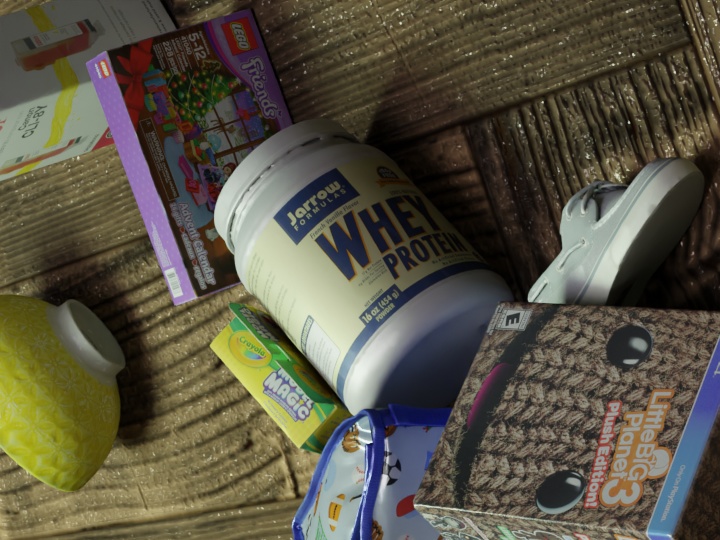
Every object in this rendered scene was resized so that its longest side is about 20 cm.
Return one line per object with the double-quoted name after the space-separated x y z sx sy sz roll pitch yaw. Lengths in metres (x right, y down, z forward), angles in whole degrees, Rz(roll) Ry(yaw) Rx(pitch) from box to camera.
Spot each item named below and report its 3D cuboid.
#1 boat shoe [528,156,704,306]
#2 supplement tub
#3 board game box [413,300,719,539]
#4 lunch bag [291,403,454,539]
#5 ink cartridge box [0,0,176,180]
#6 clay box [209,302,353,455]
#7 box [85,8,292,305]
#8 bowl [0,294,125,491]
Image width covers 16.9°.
0.158 -0.019 1.596 0.072 0.070 0.201 49 144 18 "boat shoe"
0.000 0.000 1.754 0.200 0.145 0.145 48 140 27 "supplement tub"
0.161 0.113 1.532 0.200 0.159 0.097 2 148 40 "board game box"
0.058 0.169 1.721 0.200 0.170 0.124 112 152 -44 "lunch bag"
-0.261 -0.148 1.981 0.083 0.200 0.145 59 145 13 "ink cartridge box"
-0.032 0.091 1.813 0.048 0.200 0.115 -49 61 10 "clay box"
-0.113 -0.089 1.869 0.039 0.137 0.200 -18 93 56 "box"
-0.277 0.089 2.188 0.108 0.200 0.200 -39 70 10 "bowl"
